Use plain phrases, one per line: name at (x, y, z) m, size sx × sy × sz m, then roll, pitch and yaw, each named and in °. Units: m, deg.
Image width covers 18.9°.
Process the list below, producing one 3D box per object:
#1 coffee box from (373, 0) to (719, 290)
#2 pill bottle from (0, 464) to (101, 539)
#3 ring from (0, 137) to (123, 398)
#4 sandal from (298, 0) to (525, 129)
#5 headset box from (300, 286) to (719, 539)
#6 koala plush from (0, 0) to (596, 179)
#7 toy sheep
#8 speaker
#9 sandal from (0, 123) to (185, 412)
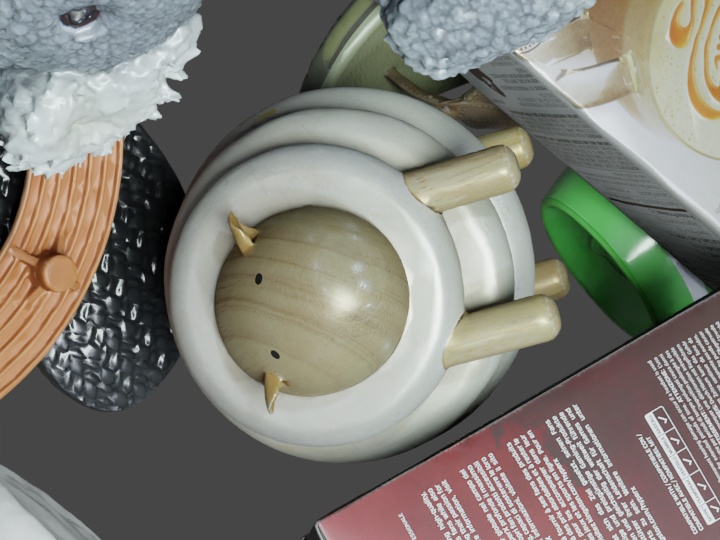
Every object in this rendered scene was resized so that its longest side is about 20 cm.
coffee box at (0.116, -0.079, 0.749) m, size 0.200 × 0.080 × 0.115 m, roll 38°, pitch 83°, yaw -17°
pill bottle at (-0.159, 0.176, 0.765) m, size 0.112 × 0.112 × 0.200 m, roll 43°, pitch 85°, yaw -26°
ring at (-0.159, -0.037, 0.674) m, size 0.199 × 0.019 × 0.202 m, roll -6°, pitch 101°, yaw -33°
sandal at (0.070, -0.087, 0.804) m, size 0.200 × 0.058 × 0.080 m, roll -16°, pitch 148°, yaw -19°
headset box at (0.062, 0.088, 0.742) m, size 0.199 × 0.149 × 0.075 m, roll -29°, pitch 80°, yaw -13°
koala plush at (-0.054, -0.124, 0.637) m, size 0.199 × 0.184 × 0.178 m, roll -31°, pitch 112°, yaw 11°
toy sheep at (0.000, 0.000, 0.737) m, size 0.137 × 0.200 × 0.139 m, roll 0°, pitch 93°, yaw 9°
speaker at (0.169, -0.060, 0.854) m, size 0.200 × 0.088 × 0.089 m, roll -38°, pitch 115°, yaw -9°
sandal at (-0.116, -0.047, 0.768) m, size 0.075 × 0.045 × 0.201 m, roll -27°, pitch 98°, yaw -21°
